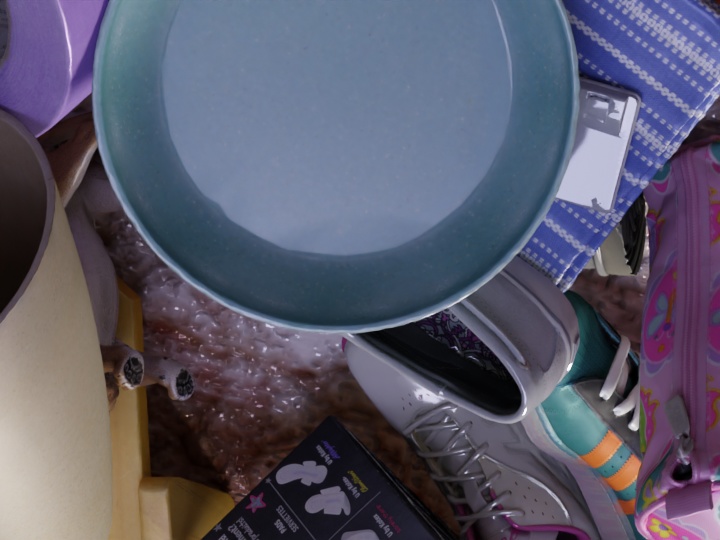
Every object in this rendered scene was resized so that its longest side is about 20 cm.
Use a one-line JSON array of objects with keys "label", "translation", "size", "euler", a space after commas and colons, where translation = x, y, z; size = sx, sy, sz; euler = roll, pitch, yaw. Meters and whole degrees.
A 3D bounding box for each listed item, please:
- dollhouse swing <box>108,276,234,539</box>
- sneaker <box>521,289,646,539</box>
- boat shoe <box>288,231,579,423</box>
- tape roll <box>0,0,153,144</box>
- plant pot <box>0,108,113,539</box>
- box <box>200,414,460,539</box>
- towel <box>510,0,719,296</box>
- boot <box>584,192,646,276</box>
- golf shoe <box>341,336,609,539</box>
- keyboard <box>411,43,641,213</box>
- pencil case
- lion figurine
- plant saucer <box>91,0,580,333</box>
[{"label": "dollhouse swing", "translation": [-0.177, 0.093, 1.430], "size": [0.199, 0.176, 0.182], "euler": [-2, 171, 13]}, {"label": "sneaker", "translation": [0.140, 0.079, 1.309], "size": [0.080, 0.071, 0.200], "euler": [-3, 137, 34]}, {"label": "boat shoe", "translation": [0.000, 0.000, 1.180], "size": [0.200, 0.069, 0.072], "euler": [38, 126, 0]}, {"label": "tape roll", "translation": [-0.178, -0.152, 1.143], "size": [0.200, 0.066, 0.200], "euler": [30, 145, 24]}, {"label": "plant pot", "translation": [-0.185, 0.059, 1.181], "size": [0.187, 0.188, 0.200], "euler": [-7, 136, 16]}, {"label": "box", "translation": [0.024, 0.192, 1.364], "size": [0.115, 0.132, 0.200], "euler": [-44, 130, -1]}, {"label": "towel", "translation": [0.063, -0.073, 1.170], "size": [0.145, 0.024, 0.200], "euler": [36, 125, 0]}, {"label": "boot", "translation": [0.023, -0.057, 1.249], "size": [0.199, 0.073, 0.182], "euler": [2, 129, 19]}, {"label": "golf shoe", "translation": [0.066, 0.096, 1.346], "size": [0.200, 0.092, 0.075], "euler": [41, 127, -21]}, {"label": "keyboard", "translation": [0.018, -0.076, 1.156], "size": [0.199, 0.011, 0.056], "euler": [17, 122, 9]}, {"label": "pencil case", "translation": [0.164, 0.036, 1.203], "size": [0.087, 0.200, 0.088], "euler": [5, 147, 3]}, {"label": "lion figurine", "translation": [-0.142, 0.004, 1.305], "size": [0.122, 0.201, 0.072], "euler": [3, 177, 40]}, {"label": "plant saucer", "translation": [-0.010, -0.075, 1.117], "size": [0.199, 0.036, 0.201], "euler": [0, 104, 0]}]
